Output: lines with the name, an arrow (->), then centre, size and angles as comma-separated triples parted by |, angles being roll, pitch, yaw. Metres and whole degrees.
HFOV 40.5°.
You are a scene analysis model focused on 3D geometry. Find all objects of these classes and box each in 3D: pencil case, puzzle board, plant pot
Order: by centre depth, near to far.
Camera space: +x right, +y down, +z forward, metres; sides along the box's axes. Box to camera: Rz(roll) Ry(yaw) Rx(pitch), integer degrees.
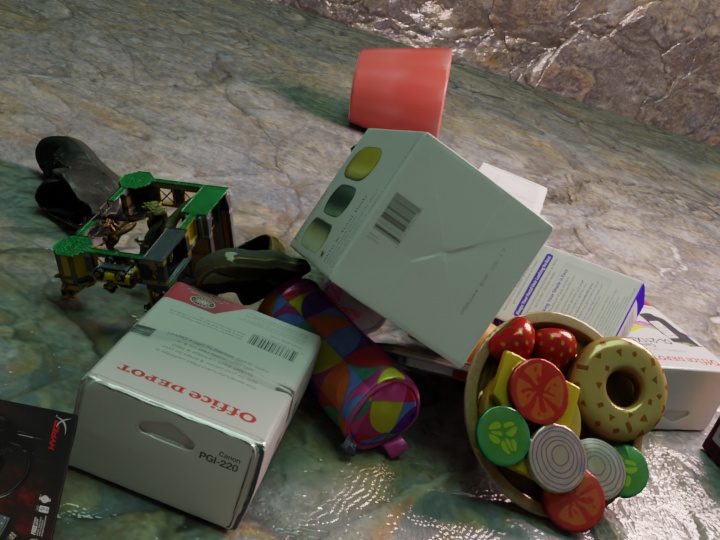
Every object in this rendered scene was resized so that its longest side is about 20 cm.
pencil case -> -0.024, 0.088, 0.922 | 0.088, 0.089, 0.200 | 3, 29, -36
puzzle board -> 0.097, 0.103, 0.986 | 0.199, 0.017, 0.151 | 16, -8, -17
pencil case -> 0.000, 0.000, 1.130 | 0.083, 0.091, 0.200 | 18, 23, -4
plant pot -> 0.075, -0.340, 1.871 | 0.176, 0.201, 0.201 | 10, 22, 4

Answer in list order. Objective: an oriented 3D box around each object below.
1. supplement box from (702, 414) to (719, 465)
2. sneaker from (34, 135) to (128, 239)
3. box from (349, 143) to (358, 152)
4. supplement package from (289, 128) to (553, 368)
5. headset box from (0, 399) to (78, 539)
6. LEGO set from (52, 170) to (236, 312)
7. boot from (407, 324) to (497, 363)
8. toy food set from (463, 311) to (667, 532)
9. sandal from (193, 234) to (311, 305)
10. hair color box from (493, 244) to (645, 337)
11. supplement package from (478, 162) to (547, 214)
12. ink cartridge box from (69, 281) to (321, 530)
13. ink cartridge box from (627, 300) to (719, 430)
supplement box -> 0.510, 0.182, 1.090 | 0.199, 0.131, 0.103 | 10, 24, -25
sneaker -> -0.333, -0.099, 1.114 | 0.200, 0.060, 0.104 | 35, 21, 24
box -> 0.062, -0.057, 1.201 | 0.040, 0.200, 0.137 | -33, 44, -13
supplement package -> 0.048, -0.031, 0.926 | 0.150, 0.152, 0.200 | 34, 0, -17
headset box -> -0.285, 0.137, 0.588 | 0.199, 0.077, 0.149 | 16, 23, -15
LEGO set -> -0.207, -0.005, 0.980 | 0.153, 0.116, 0.200 | 3, 34, 8
boot -> 0.140, 0.075, 1.027 | 0.143, 0.071, 0.201 | 18, -7, -10
toy food set -> 0.187, 0.134, 0.901 | 0.199, 0.199, 0.049 | 27, -24, -13
sandal -> -0.108, -0.007, 0.953 | 0.055, 0.081, 0.200 | 66, 16, 12
hair color box -> 0.210, 0.035, 1.121 | 0.199, 0.110, 0.065 | 24, -20, 26
supplement package -> 0.197, -0.071, 1.434 | 0.113, 0.110, 0.200 | 23, 22, 7
ink cartridge box -> -0.127, 0.101, 0.794 | 0.145, 0.085, 0.200 | 21, 20, 3
ink cartridge box -> 0.328, 0.100, 1.187 | 0.145, 0.083, 0.200 | 7, 25, -32
